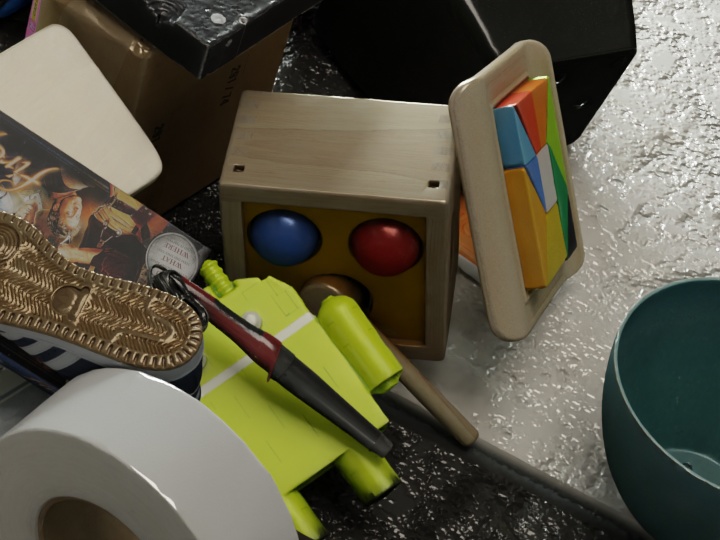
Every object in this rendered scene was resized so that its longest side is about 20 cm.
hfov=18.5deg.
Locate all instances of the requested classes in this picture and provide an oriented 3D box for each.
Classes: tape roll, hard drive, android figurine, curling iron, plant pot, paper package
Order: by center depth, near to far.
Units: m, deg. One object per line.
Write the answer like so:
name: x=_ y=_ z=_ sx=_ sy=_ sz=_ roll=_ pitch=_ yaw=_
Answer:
tape roll: x=-0.134 y=0.161 z=1.323 sx=0.202 sy=0.203 sz=0.071 roll=35 pitch=47 yaw=15
curling iron: x=-0.062 y=0.063 z=1.434 sx=0.200 sy=0.026 sz=0.050 roll=36 pitch=48 yaw=-14
android figurine: x=-0.066 y=0.087 z=1.475 sx=0.182 sy=0.041 sz=0.200 roll=-33 pitch=82 yaw=-12
hard drive: x=-0.096 y=-0.222 z=1.531 sx=0.140 sy=0.038 sz=0.200 roll=38 pitch=48 yaw=14
plant pot: x=0.251 y=0.124 z=1.531 sx=0.199 sy=0.135 sz=0.200 roll=9 pitch=45 yaw=-10
paper package: x=-0.150 y=-0.145 z=1.606 sx=0.103 sy=0.200 sz=0.191 roll=38 pitch=47 yaw=18
plant pot: x=0.105 y=-0.197 z=1.761 sx=0.199 sy=0.200 sz=0.178 roll=-11 pitch=64 yaw=-27

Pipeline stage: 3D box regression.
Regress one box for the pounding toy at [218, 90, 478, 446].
pounding toy: x=0.000 y=0.000 z=1.551 sx=0.183 sy=0.200 sz=0.142 roll=5 pitch=45 yaw=6

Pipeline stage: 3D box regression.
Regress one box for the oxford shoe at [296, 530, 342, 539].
oxford shoe: x=-0.068 y=0.194 z=1.404 sx=0.200 sy=0.071 sz=0.071 roll=24 pitch=38 yaw=11

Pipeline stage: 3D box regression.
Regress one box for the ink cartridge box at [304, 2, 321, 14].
ink cartridge box: x=-0.053 y=-0.254 z=1.754 sx=0.044 sy=0.094 sz=0.200 roll=31 pitch=13 yaw=12

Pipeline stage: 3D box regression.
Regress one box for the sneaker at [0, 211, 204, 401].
sneaker: x=-0.185 y=0.036 z=1.373 sx=0.200 sy=0.109 sz=0.070 roll=23 pitch=63 yaw=15

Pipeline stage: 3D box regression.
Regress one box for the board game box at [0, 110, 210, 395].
board game box: x=-0.214 y=-0.009 z=1.419 sx=0.200 sy=0.035 sz=0.136 roll=33 pitch=72 yaw=-15

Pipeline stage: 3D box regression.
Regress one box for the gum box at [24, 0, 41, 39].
gum box: x=-0.180 y=-0.206 z=1.715 sx=0.066 sy=0.114 sz=0.200 roll=35 pitch=47 yaw=15

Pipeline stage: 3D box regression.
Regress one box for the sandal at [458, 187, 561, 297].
sandal: x=0.074 y=-0.054 z=1.693 sx=0.206 sy=0.059 sz=0.079 roll=33 pitch=45 yaw=13

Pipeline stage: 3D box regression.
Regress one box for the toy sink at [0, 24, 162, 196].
toy sink: x=-0.256 y=-0.054 z=1.498 sx=0.200 sy=0.112 sz=0.130 roll=-35 pitch=88 yaw=-22

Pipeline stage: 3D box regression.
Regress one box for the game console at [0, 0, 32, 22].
game console: x=-0.251 y=-0.295 z=1.780 sx=0.118 sy=0.171 sz=0.200 roll=53 pitch=49 yaw=-4

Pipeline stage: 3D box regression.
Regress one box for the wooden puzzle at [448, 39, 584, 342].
wooden puzzle: x=0.121 y=-0.062 z=1.581 sx=0.037 sy=0.186 sz=0.200 roll=-6 pitch=12 yaw=22

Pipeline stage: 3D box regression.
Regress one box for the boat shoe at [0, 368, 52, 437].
boat shoe: x=-0.213 y=0.095 z=1.461 sx=0.201 sy=0.070 sz=0.072 roll=-31 pitch=88 yaw=-40
